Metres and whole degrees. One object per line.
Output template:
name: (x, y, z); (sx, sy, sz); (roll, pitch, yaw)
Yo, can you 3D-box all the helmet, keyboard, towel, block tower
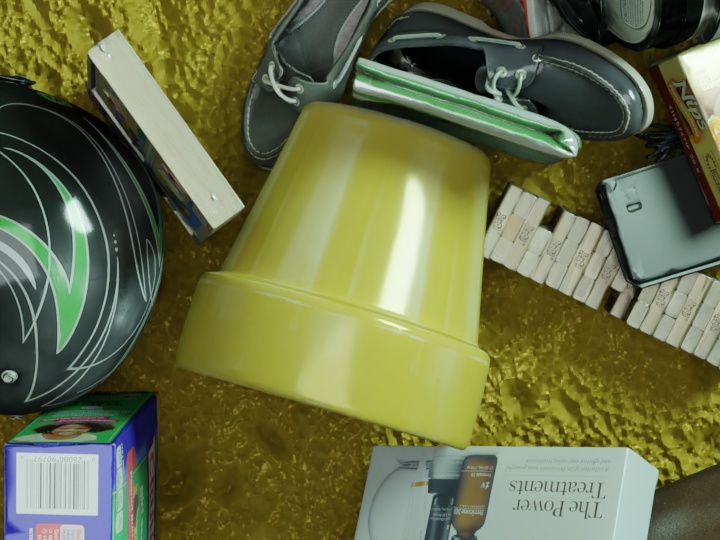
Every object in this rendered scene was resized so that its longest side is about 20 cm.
helmet: (-0.221, -0.012, 1.269); (0.190, 0.200, 0.200); (36, 95, -3)
keyboard: (0.251, -0.061, 1.315); (0.199, 0.040, 0.105); (-16, 89, -16)
towel: (0.064, -0.096, 1.244); (0.152, 0.200, 0.024); (17, 90, 1)
block tower: (0.179, 0.005, 1.323); (0.199, 0.054, 0.058); (27, 96, -1)

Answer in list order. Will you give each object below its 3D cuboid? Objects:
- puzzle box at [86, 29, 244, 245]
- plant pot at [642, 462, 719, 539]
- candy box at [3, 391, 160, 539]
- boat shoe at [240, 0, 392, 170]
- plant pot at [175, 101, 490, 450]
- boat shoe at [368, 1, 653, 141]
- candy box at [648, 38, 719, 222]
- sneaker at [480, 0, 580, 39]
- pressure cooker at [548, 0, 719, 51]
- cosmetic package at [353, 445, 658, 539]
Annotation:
puzzle box: (-0.129, -0.081, 1.252); (0.025, 0.200, 0.133); (-36, 92, -7)
plant pot: (0.206, 0.223, 1.292); (0.199, 0.187, 0.188); (-13, 94, 17)
candy box: (-0.180, 0.177, 1.274); (0.077, 0.200, 0.170); (1, 96, 0)
boat shoe: (-0.028, -0.160, 1.303); (0.067, 0.057, 0.200); (36, 99, 20)
plant pot: (0.000, 0.000, 1.263); (0.200, 0.201, 0.190); (17, 85, 0)
boat shoe: (0.094, -0.120, 1.268); (0.199, 0.063, 0.073); (22, 131, 30)
candy box: (0.304, -0.123, 1.283); (0.199, 0.055, 0.116); (-24, 94, -14)
sneaker: (0.091, -0.216, 1.311); (0.082, 0.077, 0.201); (-8, 102, 33)
pressure cooker: (0.201, -0.233, 1.230); (0.199, 0.179, 0.177); (-22, 101, -11)
cosmetic package: (0.085, 0.192, 1.265); (0.199, 0.052, 0.151); (-4, 66, 35)
